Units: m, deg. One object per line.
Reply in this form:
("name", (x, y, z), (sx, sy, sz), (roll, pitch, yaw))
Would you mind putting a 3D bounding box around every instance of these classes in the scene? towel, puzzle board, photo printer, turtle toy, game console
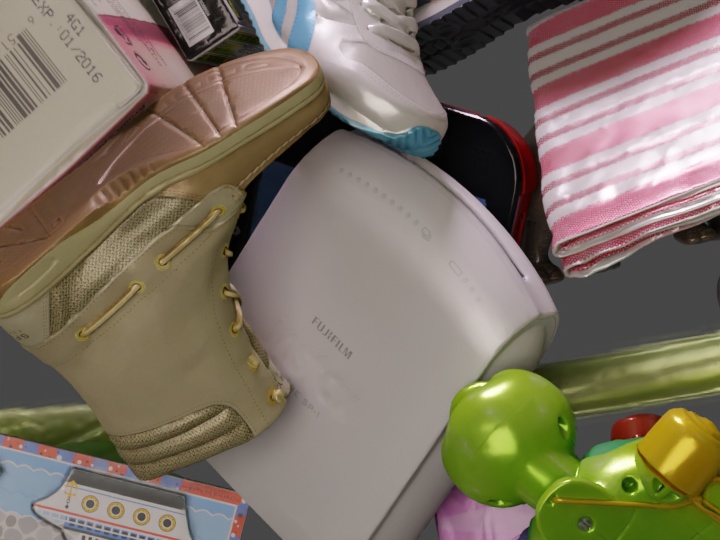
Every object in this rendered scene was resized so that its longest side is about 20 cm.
("towel", (0.158, -0.087, 1.330), (0.146, 0.200, 0.030), (-20, 129, 15))
("puzzle board", (-0.171, 0.166, 1.365), (0.200, 0.017, 0.151), (14, 91, -8))
("photo printer", (0.001, 0.040, 1.353), (0.166, 0.069, 0.200), (44, 116, 24))
("turtle toy", (0.125, 0.124, 1.275), (0.200, 0.101, 0.146), (38, 99, -16))
("game console", (0.000, 0.000, 1.406), (0.177, 0.031, 0.200), (18, 103, 27))

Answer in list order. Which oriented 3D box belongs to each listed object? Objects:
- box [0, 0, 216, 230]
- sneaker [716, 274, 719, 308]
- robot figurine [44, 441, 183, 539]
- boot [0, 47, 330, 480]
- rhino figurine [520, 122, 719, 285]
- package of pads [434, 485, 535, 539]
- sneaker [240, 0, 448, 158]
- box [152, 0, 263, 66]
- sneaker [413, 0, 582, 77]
("box", (-0.154, -0.091, 1.387), (0.128, 0.200, 0.109), (-41, 81, 12))
("sneaker", (0.250, 0.047, 1.295), (0.076, 0.114, 0.200), (-12, 62, -21))
("robot figurine", (-0.165, 0.194, 1.440), (0.175, 0.116, 0.200), (24, 98, 20))
("boot", (-0.071, -0.001, 1.292), (0.200, 0.073, 0.156), (-38, 119, -1))
("rhino figurine", (0.171, -0.057, 1.367), (0.200, 0.060, 0.088), (-16, 86, 19))
("package of pads", (0.143, 0.161, 1.373), (0.200, 0.076, 0.121), (-6, 87, 16))
("sneaker", (-0.007, -0.138, 1.345), (0.081, 0.076, 0.200), (-45, 52, 17))
("box", (-0.111, -0.203, 1.421), (0.035, 0.110, 0.200), (-32, 83, 14))
("sneaker", (0.078, -0.176, 1.388), (0.200, 0.070, 0.082), (-24, 65, 14))
